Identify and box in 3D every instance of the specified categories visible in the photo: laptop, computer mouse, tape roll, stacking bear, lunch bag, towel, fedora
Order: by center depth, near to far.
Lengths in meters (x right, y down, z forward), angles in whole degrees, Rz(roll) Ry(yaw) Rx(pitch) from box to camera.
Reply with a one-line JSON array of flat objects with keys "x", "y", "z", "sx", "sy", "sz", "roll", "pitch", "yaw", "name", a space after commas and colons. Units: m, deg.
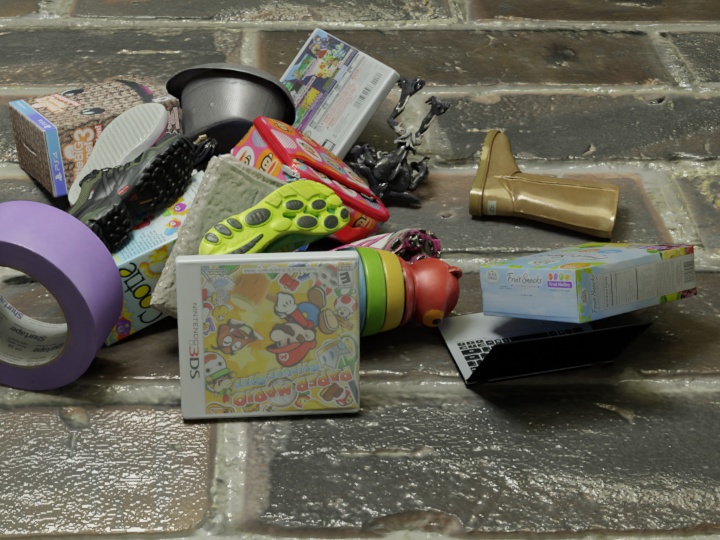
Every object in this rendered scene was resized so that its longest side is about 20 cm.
[{"x": -0.372, "y": 0.029, "z": 1.517, "sx": 0.198, "sy": 0.201, "sz": 0.085, "roll": 9, "pitch": 34, "yaw": 11, "name": "tape roll"}, {"x": 0.204, "y": 0.061, "z": 1.574, "sx": 0.186, "sy": 0.117, "sz": 0.200, "roll": -7, "pitch": 35, "yaw": -14, "name": "laptop"}, {"x": -0.152, "y": -0.025, "z": 1.586, "sx": 0.132, "sy": 0.201, "sz": 0.034, "roll": 24, "pitch": 3, "yaw": -25, "name": "towel"}, {"x": 0.022, "y": 0.027, "z": 1.611, "sx": 0.198, "sy": 0.122, "sz": 0.114, "roll": -2, "pitch": 49, "yaw": -15, "name": "stacking bear"}, {"x": -0.060, "y": -0.103, "z": 1.754, "sx": 0.199, "sy": 0.082, "sz": 0.176, "roll": 25, "pitch": 20, "yaw": -45, "name": "lunch bag"}, {"x": -0.235, "y": -0.093, "z": 1.814, "sx": 0.044, "sy": 0.110, "sz": 0.201, "roll": 35, "pitch": 36, "yaw": -22, "name": "computer mouse"}, {"x": -0.187, "y": -0.208, "z": 1.905, "sx": 0.199, "sy": 0.177, "sz": 0.091, "roll": -7, "pitch": 59, "yaw": 33, "name": "fedora"}]

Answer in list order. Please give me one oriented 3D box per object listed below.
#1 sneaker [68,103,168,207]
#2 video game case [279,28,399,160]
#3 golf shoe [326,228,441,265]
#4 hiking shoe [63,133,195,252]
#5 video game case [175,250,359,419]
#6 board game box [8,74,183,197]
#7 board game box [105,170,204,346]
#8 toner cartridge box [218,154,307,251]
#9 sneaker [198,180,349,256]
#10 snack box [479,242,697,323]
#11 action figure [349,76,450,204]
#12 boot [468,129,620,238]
[{"x": -0.311, "y": -0.126, "z": 1.817, "sx": 0.075, "sy": 0.105, "sz": 0.201, "roll": 11, "pitch": 55, "yaw": 26, "name": "sneaker"}, {"x": -0.060, "y": -0.236, "z": 1.968, "sx": 0.182, "sy": 0.023, "sz": 0.201, "roll": 35, "pitch": 90, "yaw": 39, "name": "video game case"}, {"x": 0.000, "y": 0.000, "z": 1.710, "sx": 0.198, "sy": 0.073, "sz": 0.092, "roll": -16, "pitch": 7, "yaw": -19, "name": "golf shoe"}, {"x": -0.283, "y": -0.104, "z": 1.610, "sx": 0.100, "sy": 0.076, "sz": 0.200, "roll": 22, "pitch": 52, "yaw": 31, "name": "hiking shoe"}, {"x": -0.100, "y": 0.071, "z": 1.487, "sx": 0.198, "sy": 0.184, "sz": 0.023, "roll": -2, "pitch": 16, "yaw": -6, "name": "video game case"}, {"x": -0.369, "y": -0.193, "z": 1.912, "sx": 0.199, "sy": 0.098, "sz": 0.159, "roll": -17, "pitch": 28, "yaw": -26, "name": "board game box"}, {"x": -0.246, "y": -0.016, "z": 1.637, "sx": 0.199, "sy": 0.104, "sz": 0.105, "roll": -26, "pitch": 42, "yaw": -15, "name": "board game box"}, {"x": -0.134, "y": -0.083, "z": 1.775, "sx": 0.094, "sy": 0.043, "sz": 0.200, "roll": 20, "pitch": 18, "yaw": -26, "name": "toner cartridge box"}, {"x": -0.103, "y": -0.043, "z": 1.549, "sx": 0.199, "sy": 0.084, "sz": 0.074, "roll": -23, "pitch": 77, "yaw": -29, "name": "sneaker"}, {"x": 0.269, "y": 0.011, "z": 1.611, "sx": 0.199, "sy": 0.068, "sz": 0.168, "roll": -12, "pitch": 9, "yaw": -35, "name": "snack box"}, {"x": 0.052, "y": -0.163, "z": 1.910, "sx": 0.118, "sy": 0.102, "sz": 0.201, "roll": 28, "pitch": 76, "yaw": -8, "name": "action figure"}, {"x": 0.261, "y": -0.118, "z": 1.892, "sx": 0.198, "sy": 0.066, "sz": 0.176, "roll": 8, "pitch": 47, "yaw": 11, "name": "boot"}]
